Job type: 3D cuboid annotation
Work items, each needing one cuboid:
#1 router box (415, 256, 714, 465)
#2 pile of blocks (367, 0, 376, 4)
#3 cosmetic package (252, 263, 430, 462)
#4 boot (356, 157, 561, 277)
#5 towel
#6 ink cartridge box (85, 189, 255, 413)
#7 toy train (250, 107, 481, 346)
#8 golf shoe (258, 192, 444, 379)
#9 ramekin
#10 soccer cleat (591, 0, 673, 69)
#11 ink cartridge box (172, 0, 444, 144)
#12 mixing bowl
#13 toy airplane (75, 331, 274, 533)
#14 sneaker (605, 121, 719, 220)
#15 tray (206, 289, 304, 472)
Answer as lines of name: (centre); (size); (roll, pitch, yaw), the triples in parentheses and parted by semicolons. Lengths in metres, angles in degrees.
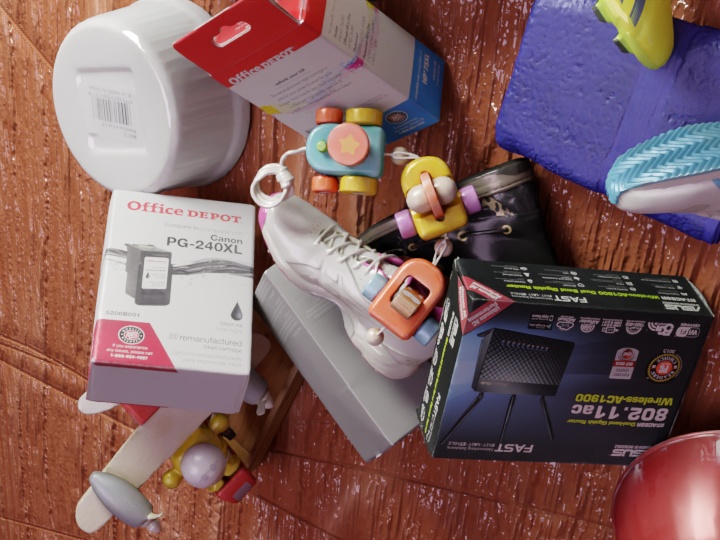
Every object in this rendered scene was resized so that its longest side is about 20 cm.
router box: (0.156, 0.076, 0.846); (0.200, 0.062, 0.150); (4, 120, -11)
pile of blocks: (0.033, -0.257, 0.864); (0.200, 0.082, 0.062); (-4, 100, 37)
cosmetic package: (-0.011, 0.074, 1.013); (0.200, 0.090, 0.107); (51, 158, 4)
boot: (0.092, 0.003, 0.937); (0.200, 0.073, 0.151); (-25, 92, 36)
towel: (0.209, -0.125, 0.811); (0.200, 0.050, 0.148); (28, 117, 26)
ink cartridge box: (-0.180, 0.027, 1.038); (0.083, 0.145, 0.200); (113, 159, -53)
toy train: (0.009, -0.041, 0.856); (0.200, 0.056, 0.150); (43, 92, 6)
golf shoe: (0.000, 0.000, 0.921); (0.200, 0.075, 0.092); (46, 137, -6)
ramekin: (-0.217, -0.170, 1.082); (0.200, 0.098, 0.201); (15, 117, 32)
soccer cleat: (0.188, -0.240, 0.742); (0.084, 0.065, 0.200); (-18, 82, 25)
ink cartridge box: (-0.039, -0.176, 0.881); (0.116, 0.200, 0.067); (-19, 53, 41)
mixing bowl: (0.286, 0.235, 0.823); (0.200, 0.108, 0.200); (11, 124, 16)
toy airplane: (-0.183, 0.163, 1.079); (0.141, 0.199, 0.200); (34, 121, 52)
sneaker: (0.265, -0.057, 0.720); (0.200, 0.077, 0.081); (-8, 119, 1)
tray: (-0.121, 0.126, 1.174); (0.099, 0.037, 0.200); (40, 129, 17)
